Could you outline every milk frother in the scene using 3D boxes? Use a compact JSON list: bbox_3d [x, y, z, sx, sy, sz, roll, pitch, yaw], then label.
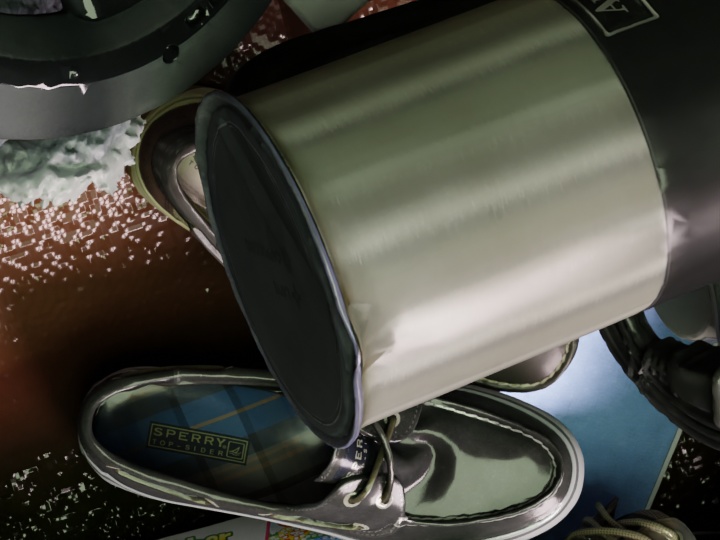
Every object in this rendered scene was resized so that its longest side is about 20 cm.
[{"bbox_3d":[0.058,0.003,0.777,0.188,0.180,0.201,-21,104,-15],"label":"milk frother"}]

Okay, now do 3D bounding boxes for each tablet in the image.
[{"bbox_3d":[0.079,0.053,0.988,0.130,0.014,0.201,14,108,-21],"label":"tablet"}]

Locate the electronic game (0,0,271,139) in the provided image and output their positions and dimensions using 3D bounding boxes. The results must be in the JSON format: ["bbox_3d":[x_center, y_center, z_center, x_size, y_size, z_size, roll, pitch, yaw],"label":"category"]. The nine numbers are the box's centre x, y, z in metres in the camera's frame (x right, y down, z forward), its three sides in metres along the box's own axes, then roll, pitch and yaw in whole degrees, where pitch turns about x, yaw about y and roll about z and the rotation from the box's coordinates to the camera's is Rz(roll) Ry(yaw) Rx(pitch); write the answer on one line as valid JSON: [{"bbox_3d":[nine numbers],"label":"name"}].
[{"bbox_3d":[-0.102,-0.140,0.730,0.199,0.042,0.201,-6,103,-26],"label":"electronic game"}]

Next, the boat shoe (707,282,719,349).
[{"bbox_3d":[0.156,-0.024,0.879,0.074,0.065,0.203,-9,109,5],"label":"boat shoe"}]

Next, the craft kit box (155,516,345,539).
[{"bbox_3d":[-0.063,0.204,0.985,0.197,0.049,0.201,-15,116,-9],"label":"craft kit box"}]

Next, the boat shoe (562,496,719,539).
[{"bbox_3d":[0.103,0.129,0.973,0.200,0.074,0.074,12,97,-52],"label":"boat shoe"}]

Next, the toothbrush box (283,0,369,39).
[{"bbox_3d":[-0.030,-0.205,0.810,0.146,0.086,0.200,-42,116,3],"label":"toothbrush box"}]

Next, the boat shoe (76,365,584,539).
[{"bbox_3d":[-0.013,0.068,0.904,0.199,0.066,0.070,11,85,3],"label":"boat shoe"}]

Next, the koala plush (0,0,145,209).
[{"bbox_3d":[-0.177,-0.062,0.792,0.200,0.184,0.178,-28,117,-17],"label":"koala plush"}]

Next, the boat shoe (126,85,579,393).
[{"bbox_3d":[0.000,0.000,0.907,0.200,0.065,0.073,26,105,-17],"label":"boat shoe"}]

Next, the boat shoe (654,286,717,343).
[{"bbox_3d":[0.156,-0.072,0.931,0.071,0.070,0.202,-8,110,-28],"label":"boat shoe"}]
